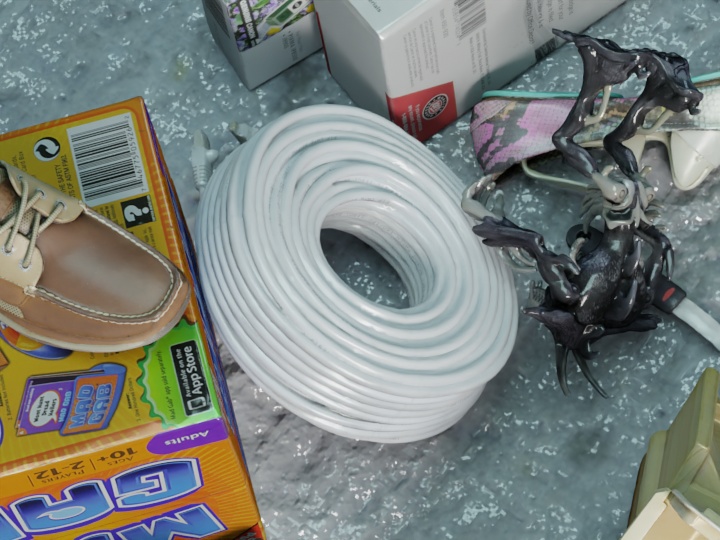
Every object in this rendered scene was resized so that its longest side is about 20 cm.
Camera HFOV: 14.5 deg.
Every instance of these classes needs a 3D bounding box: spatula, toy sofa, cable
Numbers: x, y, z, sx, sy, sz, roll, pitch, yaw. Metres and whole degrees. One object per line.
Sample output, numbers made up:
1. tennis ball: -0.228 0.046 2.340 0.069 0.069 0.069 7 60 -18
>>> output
1. spatula: 0.199 0.031 1.659 0.200 0.021 0.057 38 76 20
2. toy sofa: 0.247 0.147 1.542 0.200 0.098 0.083 26 32 -3
3. cable: 0.000 0.000 1.618 0.200 0.069 0.200 18 49 -25

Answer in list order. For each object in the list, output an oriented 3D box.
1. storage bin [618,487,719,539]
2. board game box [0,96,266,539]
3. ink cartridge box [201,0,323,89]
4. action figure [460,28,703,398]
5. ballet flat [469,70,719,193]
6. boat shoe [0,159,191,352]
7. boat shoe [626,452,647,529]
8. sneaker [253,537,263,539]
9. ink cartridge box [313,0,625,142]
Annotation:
1. storage bin: 0.176 0.245 1.448 0.198 0.094 0.200 37 95 7
2. board game box: -0.181 0.057 1.585 0.199 0.200 0.201 -15 65 -1
3. ink cartridge box: -0.002 -0.201 1.736 0.200 0.109 0.050 -31 66 -9
4. action figure: 0.129 -0.033 1.622 0.102 0.119 0.201 23 103 49
5. ballet flat: 0.166 -0.080 1.696 0.199 0.069 0.071 -6 83 7
6. boat shoe: -0.184 -0.017 1.469 0.199 0.072 0.076 20 69 14
7. boat shoe: 0.173 0.196 1.560 0.072 0.072 0.200 10 58 6
8. sneaker: -0.091 0.222 1.539 0.090 0.200 0.076 -14 109 10
9. ink cartridge box: 0.074 -0.183 1.700 0.200 0.147 0.083 -35 65 -11
